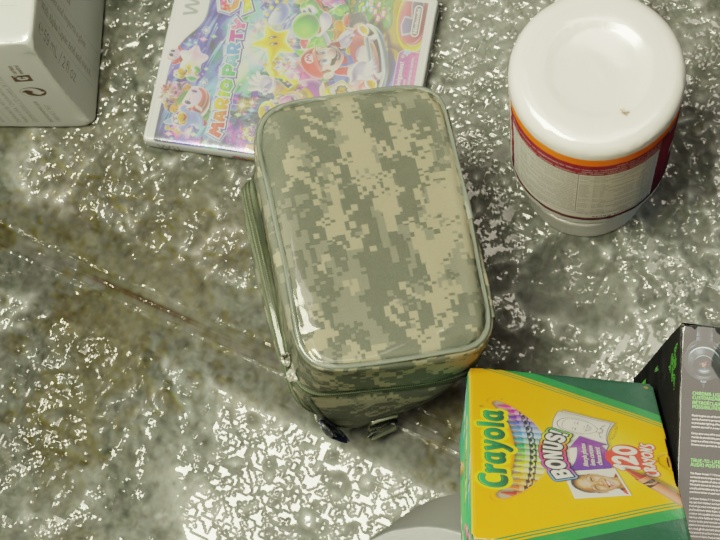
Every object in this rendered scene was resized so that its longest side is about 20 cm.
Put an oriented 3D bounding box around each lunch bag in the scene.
[{"bbox_3d":[0.000,0.000,1.047,0.139,0.168,0.201,-10,72,-8],"label":"lunch bag"}]

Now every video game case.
[{"bbox_3d":[-0.051,-0.148,1.170,0.199,0.018,0.144,8,76,9],"label":"video game case"}]

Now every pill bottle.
[{"bbox_3d":[0.153,-0.095,1.039,0.109,0.200,0.110,-2,74,6],"label":"pill bottle"}]

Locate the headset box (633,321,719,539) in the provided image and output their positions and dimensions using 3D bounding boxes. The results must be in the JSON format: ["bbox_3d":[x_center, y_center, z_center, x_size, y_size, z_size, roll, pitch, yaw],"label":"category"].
[{"bbox_3d":[0.226,0.137,0.979,0.092,0.174,0.201,5,76,2],"label":"headset box"}]

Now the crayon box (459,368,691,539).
[{"bbox_3d":[0.118,0.130,0.909,0.118,0.200,0.058,5,114,1],"label":"crayon box"}]

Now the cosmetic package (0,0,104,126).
[{"bbox_3d":[-0.285,-0.225,1.140,0.164,0.165,0.201,1,76,6],"label":"cosmetic package"}]

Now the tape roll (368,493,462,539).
[{"bbox_3d":[0.072,0.243,0.971,0.200,0.066,0.201,8,106,30],"label":"tape roll"}]
